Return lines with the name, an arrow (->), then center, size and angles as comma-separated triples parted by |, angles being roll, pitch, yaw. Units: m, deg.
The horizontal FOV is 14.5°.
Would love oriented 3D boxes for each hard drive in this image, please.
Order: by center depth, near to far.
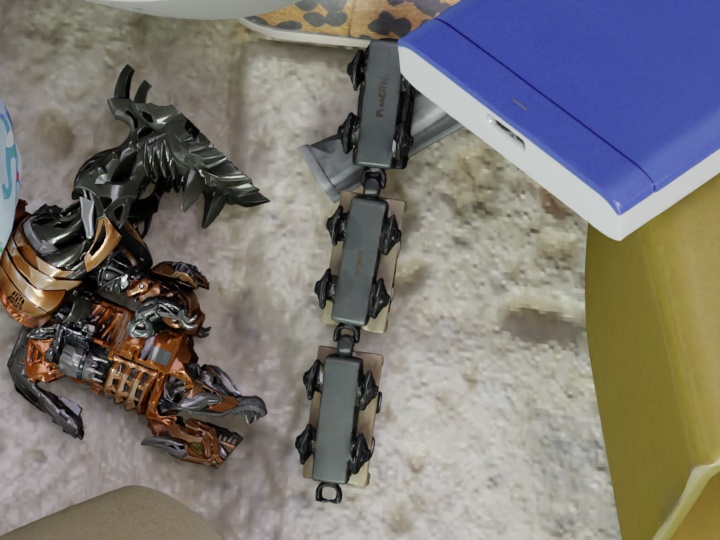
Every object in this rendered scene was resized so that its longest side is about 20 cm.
hard drive -> 0.133, -0.103, 1.139 | 0.199, 0.025, 0.132 | -34, 52, -23

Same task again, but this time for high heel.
high heel -> -0.001, -0.149, 1.251 | 0.142, 0.071, 0.201 | -30, 95, 4

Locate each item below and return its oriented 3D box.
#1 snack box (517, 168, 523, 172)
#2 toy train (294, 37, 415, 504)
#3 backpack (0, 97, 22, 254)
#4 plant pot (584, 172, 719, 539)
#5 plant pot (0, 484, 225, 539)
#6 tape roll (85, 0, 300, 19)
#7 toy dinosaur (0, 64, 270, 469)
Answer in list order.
snack box -> 0.167, -0.087, 1.296 | 0.198, 0.024, 0.072 | -4, 78, -9
toy train -> 0.000, 0.000, 1.218 | 0.034, 0.046, 0.202 | 8, 94, 7
backpack -> -0.239, -0.041, 1.161 | 0.199, 0.153, 0.164 | -6, 77, 33
plant pot -> 0.190, -0.008, 1.190 | 0.193, 0.196, 0.201 | -13, 73, -8
plant pot -> -0.132, 0.182, 1.116 | 0.187, 0.187, 0.200 | 44, 60, 5
tape roll -> -0.073, -0.205, 1.145 | 0.201, 0.139, 0.204 | 0, 91, 9
toy dinosaur -> -0.113, -0.009, 1.207 | 0.136, 0.102, 0.200 | -46, 107, 0
